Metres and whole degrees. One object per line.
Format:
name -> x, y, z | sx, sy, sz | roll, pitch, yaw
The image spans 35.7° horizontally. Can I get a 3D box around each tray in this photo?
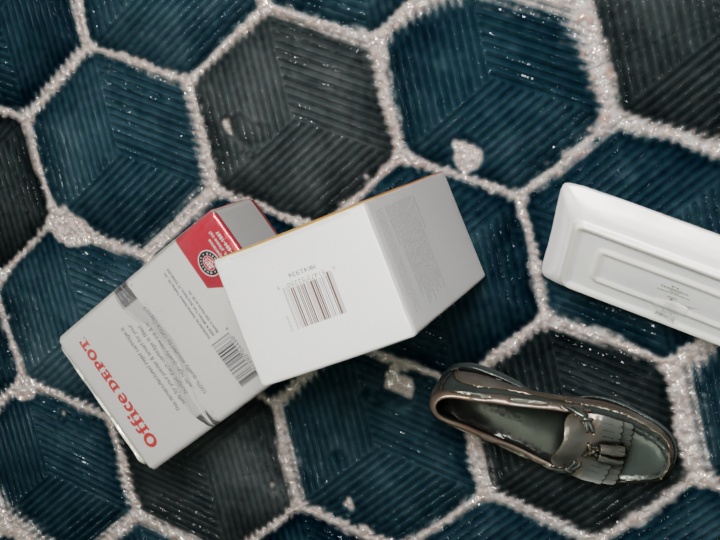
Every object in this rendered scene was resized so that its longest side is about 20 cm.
tray -> 0.233, 0.010, 0.826 | 0.200, 0.022, 0.108 | 22, 144, 15

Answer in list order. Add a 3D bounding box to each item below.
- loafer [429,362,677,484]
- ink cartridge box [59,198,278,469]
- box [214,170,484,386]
loafer -> 0.149, 0.131, 0.890 | 0.200, 0.063, 0.072 | 16, 106, 17
ink cartridge box -> -0.139, 0.056, 0.970 | 0.200, 0.084, 0.144 | -36, 88, 22
box -> 0.000, 0.000, 0.844 | 0.124, 0.200, 0.098 | -20, 93, 22
